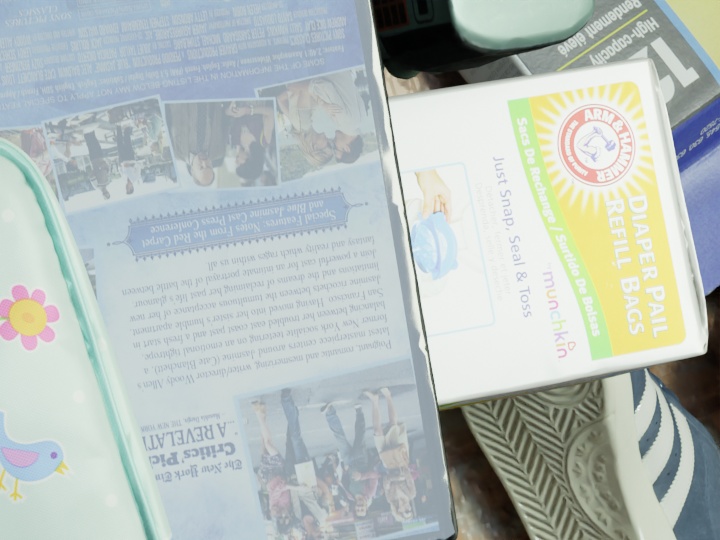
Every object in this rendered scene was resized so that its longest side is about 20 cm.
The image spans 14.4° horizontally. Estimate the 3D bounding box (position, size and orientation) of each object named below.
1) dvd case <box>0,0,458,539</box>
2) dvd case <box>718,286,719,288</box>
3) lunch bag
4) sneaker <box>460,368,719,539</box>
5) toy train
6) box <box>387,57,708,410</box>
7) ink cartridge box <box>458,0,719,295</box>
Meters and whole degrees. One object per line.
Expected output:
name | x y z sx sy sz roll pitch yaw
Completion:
dvd case | -0.053 -0.002 0.872 0.142 0.018 0.201 -9 90 -17
dvd case | 0.241 -0.021 1.228 0.199 0.018 0.143 27 67 -24
lunch bag | -0.133 0.068 0.797 0.160 0.077 0.201 -18 93 -23
sneaker | 0.095 0.057 1.100 0.084 0.075 0.201 -43 121 -48
toy train | 0.009 -0.124 1.014 0.085 0.200 0.115 -10 92 -30
box | 0.000 0.000 0.957 0.199 0.112 0.102 -10 86 -15
ink cartridge box | 0.130 -0.110 1.144 0.197 0.047 0.200 -35 81 -31
